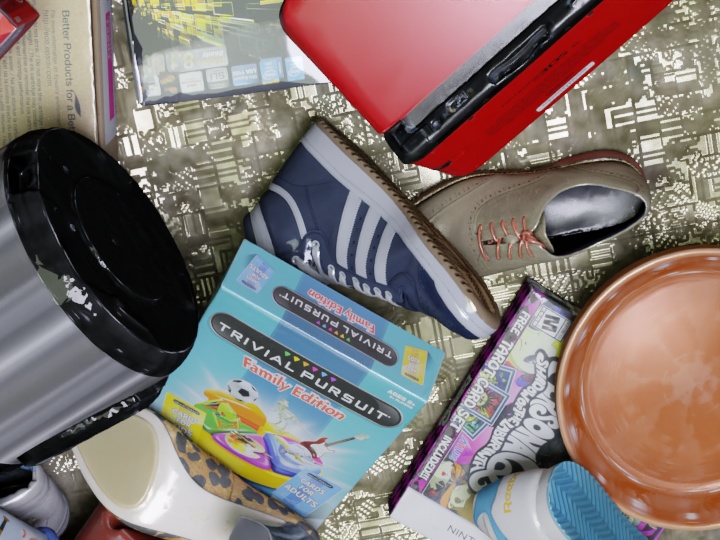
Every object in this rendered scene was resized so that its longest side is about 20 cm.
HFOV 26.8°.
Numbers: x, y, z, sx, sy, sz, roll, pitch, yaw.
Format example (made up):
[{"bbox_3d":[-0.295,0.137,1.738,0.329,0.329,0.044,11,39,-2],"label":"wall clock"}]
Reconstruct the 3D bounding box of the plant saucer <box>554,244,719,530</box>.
[{"bbox_3d":[0.232,0.080,1.043,0.198,0.032,0.202,0,103,-2],"label":"plant saucer"}]

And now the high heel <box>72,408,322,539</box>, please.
[{"bbox_3d":[-0.116,0.157,1.054,0.199,0.143,0.072,31,84,23],"label":"high heel"}]

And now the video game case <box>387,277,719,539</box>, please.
[{"bbox_3d":[0.145,0.135,1.090,0.180,0.036,0.201,30,103,-8],"label":"video game case"}]

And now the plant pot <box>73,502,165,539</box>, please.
[{"bbox_3d":[-0.163,0.274,1.060,0.200,0.201,0.196,30,95,-6],"label":"plant pot"}]

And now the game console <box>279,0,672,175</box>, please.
[{"bbox_3d":[0.080,-0.171,0.965,0.200,0.172,0.119,-40,73,18],"label":"game console"}]

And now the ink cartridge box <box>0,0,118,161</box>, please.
[{"bbox_3d":[-0.248,-0.158,1.003,0.163,0.075,0.202,0,105,0],"label":"ink cartridge box"}]

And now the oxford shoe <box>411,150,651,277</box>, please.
[{"bbox_3d":[0.101,-0.033,1.028,0.198,0.075,0.071,-20,104,6],"label":"oxford shoe"}]

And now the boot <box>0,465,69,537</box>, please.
[{"bbox_3d":[-0.312,0.166,1.068,0.198,0.074,0.096,-10,147,-3],"label":"boot"}]

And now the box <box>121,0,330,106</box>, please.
[{"bbox_3d":[-0.061,-0.202,1.002,0.198,0.049,0.163,-6,107,1],"label":"box"}]

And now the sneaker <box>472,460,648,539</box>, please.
[{"bbox_3d":[0.155,0.212,1.059,0.080,0.077,0.201,-14,121,38],"label":"sneaker"}]

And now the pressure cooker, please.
[{"bbox_3d":[-0.222,0.028,0.943,0.199,0.180,0.176,-31,146,15],"label":"pressure cooker"}]

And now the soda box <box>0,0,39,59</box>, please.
[{"bbox_3d":[-0.293,-0.107,0.943,0.063,0.070,0.200,43,102,-11],"label":"soda box"}]

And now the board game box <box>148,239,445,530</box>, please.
[{"bbox_3d":[-0.055,0.087,1.023,0.150,0.047,0.200,29,138,-6],"label":"board game box"}]

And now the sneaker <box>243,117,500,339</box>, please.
[{"bbox_3d":[0.000,0.000,1.003,0.109,0.070,0.200,-46,60,8],"label":"sneaker"}]

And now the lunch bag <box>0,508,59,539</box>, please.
[{"bbox_3d":[-0.283,0.258,1.001,0.199,0.161,0.075,-33,135,27],"label":"lunch bag"}]
